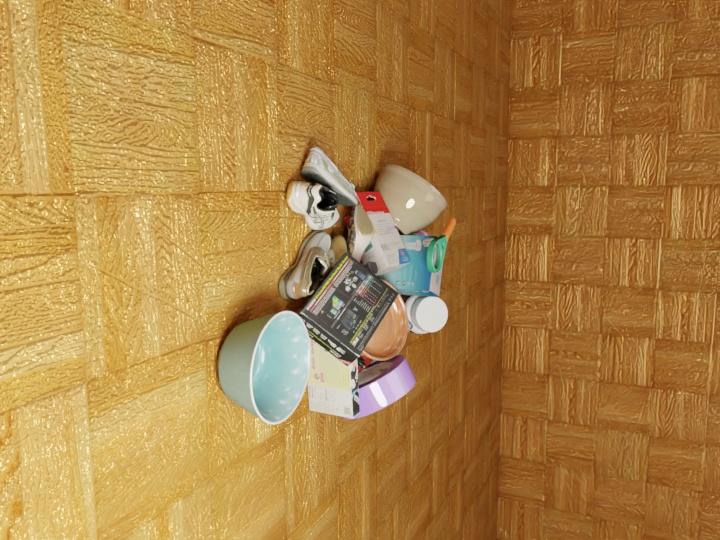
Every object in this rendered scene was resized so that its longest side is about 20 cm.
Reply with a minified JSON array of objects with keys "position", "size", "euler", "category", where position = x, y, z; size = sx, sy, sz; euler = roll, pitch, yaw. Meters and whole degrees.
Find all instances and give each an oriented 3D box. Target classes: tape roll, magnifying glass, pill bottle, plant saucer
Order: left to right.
[{"position":[0.030,0.277,1.481],"size":[0.066,0.200,0.200],"euler":[64,29,-3],"category":"tape roll"},{"position":[0.034,0.119,1.498],"size":[0.200,0.037,0.201],"euler":[14,69,-39],"category":"plant saucer"},{"position":[0.151,0.116,1.715],"size":[0.114,0.200,0.114],"euler":[0,89,-22],"category":"pill bottle"},{"position":[0.207,-0.070,1.571],"size":[0.200,0.022,0.080],"euler":[-60,144,-45],"category":"magnifying glass"}]

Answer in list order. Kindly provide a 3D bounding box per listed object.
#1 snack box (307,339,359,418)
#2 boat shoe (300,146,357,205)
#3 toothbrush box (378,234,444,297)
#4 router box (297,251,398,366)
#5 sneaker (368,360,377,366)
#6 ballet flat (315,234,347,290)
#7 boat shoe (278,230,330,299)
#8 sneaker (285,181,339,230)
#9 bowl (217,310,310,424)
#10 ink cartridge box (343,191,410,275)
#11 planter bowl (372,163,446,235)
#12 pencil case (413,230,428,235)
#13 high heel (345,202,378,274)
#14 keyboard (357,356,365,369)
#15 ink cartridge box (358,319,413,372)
[{"position":[-0.064,0.223,1.378],"size":[0.037,0.116,0.200],"euler":[-26,117,-59],"category":"snack box"},{"position":[-0.061,-0.201,1.385],"size":[0.202,0.074,0.065],"euler":[35,66,-54],"category":"boat shoe"},{"position":[0.110,-0.013,1.630],"size":[0.085,0.200,0.147],"euler":[32,63,-62],"category":"toothbrush box"},{"position":[-0.029,0.079,1.306],"size":[0.200,0.150,0.062],"euler":[-54,-175,-39],"category":"router box"},{"position":[0.029,0.213,1.620],"size":[0.074,0.082,0.200],"euler":[8,85,-66],"category":"sneaker"},{"position":[-0.073,0.013,1.400],"size":[0.063,0.069,0.200],"euler":[14,78,-43],"category":"ballet flat"},{"position":[-0.100,-0.011,1.326],"size":[0.200,0.068,0.075],"euler":[-63,147,-41],"category":"boat shoe"},{"position":[-0.080,-0.134,1.334],"size":[0.200,0.088,0.076],"euler":[26,68,-65],"category":"sneaker"},{"position":[-0.183,0.170,1.123],"size":[0.201,0.105,0.201],"euler":[3,90,-66],"category":"bowl"},{"position":[0.035,-0.092,1.541],"size":[0.116,0.067,0.200],"euler":[-11,76,-55],"category":"ink cartridge box"},{"position":[0.110,-0.170,1.651],"size":[0.135,0.200,0.200],"euler":[-56,150,-6],"category":"planter bowl"},{"position":[0.149,-0.041,1.850],"size":[0.200,0.085,0.084],"euler":[-63,145,-43],"category":"pencil case"},{"position":[-0.033,-0.053,1.467],"size":[0.071,0.142,0.200],"euler":[15,56,-42],"category":"high heel"},{"position":[-0.023,0.158,1.475],"size":[0.200,0.021,0.127],"euler":[30,60,-31],"category":"keyboard"},{"position":[0.041,0.158,1.578],"size":[0.109,0.050,0.200],"euler":[55,46,-3],"category":"ink cartridge box"}]
